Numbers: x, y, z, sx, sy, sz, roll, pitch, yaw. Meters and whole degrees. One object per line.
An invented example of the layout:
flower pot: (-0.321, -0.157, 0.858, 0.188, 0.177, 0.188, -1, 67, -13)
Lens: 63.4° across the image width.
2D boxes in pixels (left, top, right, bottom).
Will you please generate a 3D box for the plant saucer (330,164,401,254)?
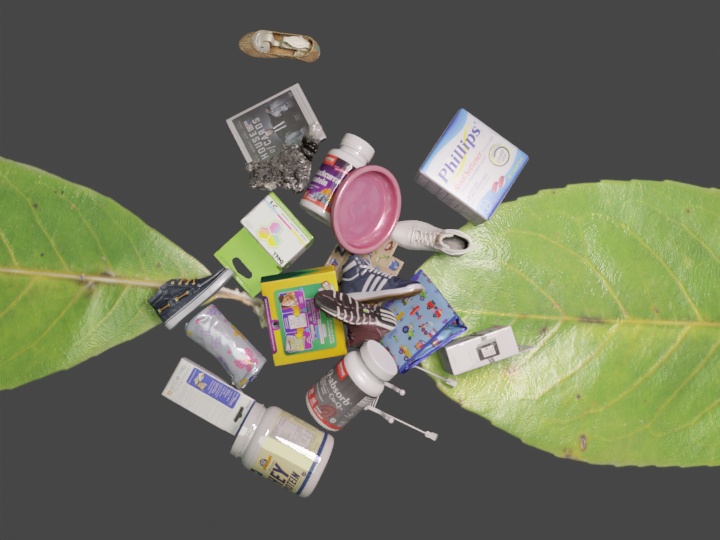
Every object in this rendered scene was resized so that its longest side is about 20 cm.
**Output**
plant saucer: (0.006, -0.140, 1.321, 0.199, 0.051, 0.203, -19, 120, -36)

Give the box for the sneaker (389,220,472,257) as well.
sneaker: (0.164, -0.079, 1.358, 0.197, 0.116, 0.075, 10, 88, 0)

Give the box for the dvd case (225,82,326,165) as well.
dvd case: (-0.202, -0.337, 1.398, 0.198, 0.025, 0.152, -28, 88, -5)

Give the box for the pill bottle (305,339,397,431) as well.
pill bottle: (-0.019, 0.254, 1.297, 0.116, 0.116, 0.200, 45, 108, 0)

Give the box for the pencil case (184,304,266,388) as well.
pencil case: (-0.307, 0.174, 1.333, 0.091, 0.083, 0.200, -43, 90, 4)

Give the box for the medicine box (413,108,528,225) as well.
medicine box: (0.258, -0.241, 1.378, 0.199, 0.103, 0.183, 35, 85, -2)

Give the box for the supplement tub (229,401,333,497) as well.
supplement tub: (-0.174, 0.394, 1.296, 0.198, 0.145, 0.146, 27, 86, -1)

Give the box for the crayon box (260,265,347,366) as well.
crayon box: (-0.128, 0.103, 1.334, 0.170, 0.058, 0.203, -9, 105, -5)

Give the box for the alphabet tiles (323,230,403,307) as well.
alphabet tiles: (0.000, 0.000, 1.381, 0.166, 0.008, 0.202, 28, 85, 11)

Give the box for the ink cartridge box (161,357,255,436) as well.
ink cartridge box: (-0.349, 0.291, 1.348, 0.198, 0.037, 0.096, 30, 85, 1)

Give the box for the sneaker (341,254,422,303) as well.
sneaker: (0.042, 0.014, 1.318, 0.197, 0.070, 0.110, -9, 77, 24)

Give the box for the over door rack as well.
over door rack: (0.118, 0.291, 1.358, 0.198, 0.067, 0.149, 24, 86, -1)

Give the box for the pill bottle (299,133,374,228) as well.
pill bottle: (-0.049, -0.210, 1.355, 0.110, 0.111, 0.202, 29, 85, -1)

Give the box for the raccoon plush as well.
raccoon plush: (-0.181, -0.261, 1.322, 0.132, 0.097, 0.202, 2, 126, -28)

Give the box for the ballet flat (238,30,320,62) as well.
ballet flat: (-0.194, -0.543, 1.390, 0.197, 0.065, 0.072, 3, 87, -3)

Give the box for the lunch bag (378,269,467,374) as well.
lunch bag: (0.115, 0.126, 1.330, 0.199, 0.094, 0.151, -39, 57, 6)

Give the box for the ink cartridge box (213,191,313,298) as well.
ink cartridge box: (-0.227, -0.056, 1.354, 0.200, 0.076, 0.148, -43, 90, -6)

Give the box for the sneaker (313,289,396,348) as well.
sneaker: (-0.028, 0.122, 1.289, 0.198, 0.076, 0.116, 20, 125, -18)

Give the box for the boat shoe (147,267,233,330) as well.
boat shoe: (-0.392, 0.041, 1.340, 0.200, 0.071, 0.091, -40, 93, -2)

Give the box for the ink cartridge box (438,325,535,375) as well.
ink cartridge box: (0.287, 0.176, 1.349, 0.197, 0.116, 0.068, -18, 87, -5)
